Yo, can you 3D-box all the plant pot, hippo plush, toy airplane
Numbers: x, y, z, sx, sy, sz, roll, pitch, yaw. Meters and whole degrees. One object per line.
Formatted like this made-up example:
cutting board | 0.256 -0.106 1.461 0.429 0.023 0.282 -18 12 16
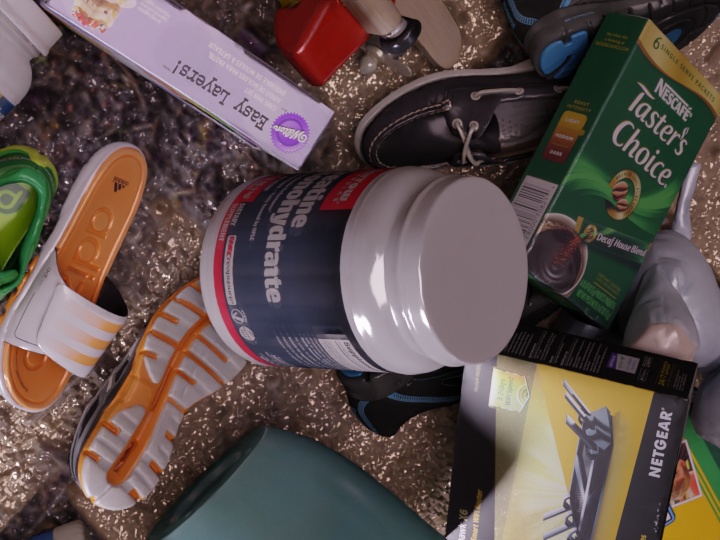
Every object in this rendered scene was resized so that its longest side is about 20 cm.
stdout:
plant pot | -0.059 0.213 1.034 0.201 0.201 0.161 -44 96 -4
hippo plush | 0.252 0.063 1.112 0.160 0.159 0.201 33 50 -15
toy airplane | -0.009 -0.233 1.014 0.199 0.141 0.201 -17 96 -50

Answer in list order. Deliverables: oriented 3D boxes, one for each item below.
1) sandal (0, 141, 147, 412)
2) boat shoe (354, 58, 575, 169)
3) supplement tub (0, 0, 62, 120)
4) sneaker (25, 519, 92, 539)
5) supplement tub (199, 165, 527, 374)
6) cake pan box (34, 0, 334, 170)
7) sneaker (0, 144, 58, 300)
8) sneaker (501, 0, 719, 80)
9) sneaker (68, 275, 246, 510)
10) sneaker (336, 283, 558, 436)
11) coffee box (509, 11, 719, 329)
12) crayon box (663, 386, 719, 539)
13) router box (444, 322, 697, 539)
sandal | -0.195 0.010 1.015 0.079 0.059 0.208 20 94 -54
boat shoe | 0.096 -0.109 1.078 0.199 0.060 0.074 -13 132 -15
supplement tub | -0.309 -0.128 0.933 0.200 0.145 0.145 -45 107 -3
sneaker | -0.228 0.272 1.003 0.111 0.200 0.077 -20 135 -6
supplement tub | 0.000 0.000 0.991 0.140 0.199 0.141 1 89 -50
cake pan box | -0.120 -0.143 0.959 0.200 0.184 0.052 32 93 -19
sneaker | -0.279 0.002 0.994 0.074 0.084 0.201 28 92 -17
sneaker | 0.199 -0.208 1.089 0.199 0.073 0.082 -15 59 -30
sneaker | -0.151 0.080 1.050 0.078 0.077 0.200 44 68 -21
sneaker | 0.075 0.053 1.107 0.199 0.073 0.082 -27 131 -11
coffee box | 0.181 -0.072 1.039 0.123 0.044 0.201 34 82 -41
crayon box | 0.196 0.195 1.163 0.199 0.058 0.174 -7 101 -14
router box | 0.147 0.143 1.035 0.156 0.052 0.201 12 120 16
